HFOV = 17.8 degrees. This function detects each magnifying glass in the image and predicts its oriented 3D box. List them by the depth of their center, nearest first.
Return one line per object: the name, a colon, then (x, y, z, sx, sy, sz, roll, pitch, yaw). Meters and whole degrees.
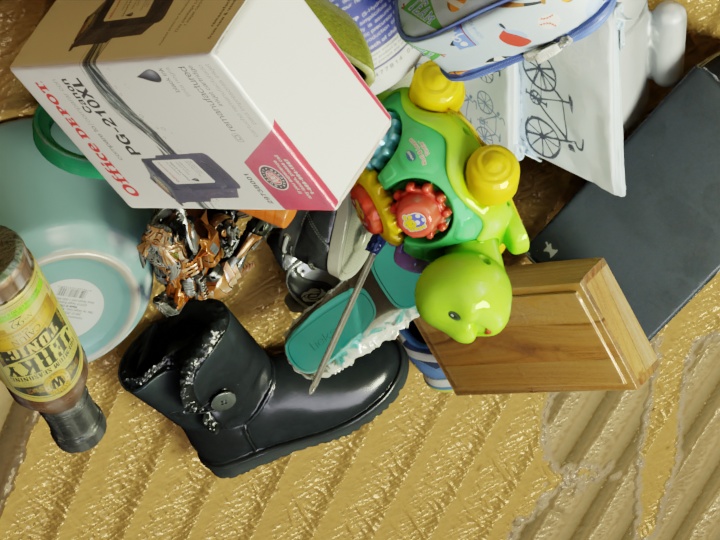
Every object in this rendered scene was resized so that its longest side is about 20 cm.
magnifying glass: (-0.137, -0.077, 1.602, 0.080, 0.200, 0.022, -54, 163, -45)

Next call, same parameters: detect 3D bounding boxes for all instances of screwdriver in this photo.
screwdriver: (0.000, 0.000, 1.694, 0.029, 0.028, 0.200, 37, 70, -24)

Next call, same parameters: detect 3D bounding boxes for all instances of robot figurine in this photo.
robot figurine: (0.157, -0.172, 1.707, 0.169, 0.113, 0.200, 2, 136, 9)

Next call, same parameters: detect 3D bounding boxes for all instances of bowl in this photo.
bowl: (-0.230, -0.002, 1.668, 0.201, 0.105, 0.201, -14, 134, -15)

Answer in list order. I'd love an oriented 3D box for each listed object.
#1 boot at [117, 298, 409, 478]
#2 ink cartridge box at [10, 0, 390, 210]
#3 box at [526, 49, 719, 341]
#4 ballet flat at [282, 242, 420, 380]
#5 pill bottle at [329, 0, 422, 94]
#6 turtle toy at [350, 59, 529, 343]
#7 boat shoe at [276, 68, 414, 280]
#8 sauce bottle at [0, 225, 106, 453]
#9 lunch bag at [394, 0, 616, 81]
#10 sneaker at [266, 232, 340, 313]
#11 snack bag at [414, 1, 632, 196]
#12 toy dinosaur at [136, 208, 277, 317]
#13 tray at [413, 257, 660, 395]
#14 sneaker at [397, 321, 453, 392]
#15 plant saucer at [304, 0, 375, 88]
boot: (-0.076, 0.078, 1.840, 0.200, 0.076, 0.168, -26, 141, 8)
ink cartridge box: (-0.104, -0.114, 1.475, 0.145, 0.200, 0.084, 51, 57, -34)
box: (0.252, -0.060, 1.788, 0.200, 0.124, 0.197, -48, 173, 19)
ballet flat: (0.023, 0.015, 1.763, 0.200, 0.072, 0.072, -34, 139, 27)
pill bottle: (-0.034, -0.220, 1.557, 0.120, 0.120, 0.200, -28, 138, -2)
turtle toy: (0.055, -0.044, 1.618, 0.101, 0.200, 0.146, -27, 161, -10)
boat shoe: (-0.012, -0.097, 1.708, 0.072, 0.068, 0.200, -6, 115, -59)
sauce bottle: (-0.227, 0.053, 1.599, 0.065, 0.065, 0.200, -27, 137, -3)
lunch bag: (0.105, -0.223, 1.521, 0.160, 0.200, 0.076, -20, 140, 34)
sneaker: (-0.010, -0.034, 1.778, 0.115, 0.075, 0.200, 0, 130, -25)
snack bag: (0.111, -0.149, 1.657, 0.021, 0.200, 0.189, -41, 144, -29)
toy dinosaur: (-0.115, -0.027, 1.684, 0.102, 0.200, 0.136, 23, 84, -5)
tray: (0.126, 0.046, 1.758, 0.037, 0.200, 0.099, -43, 113, -33)
sneaker: (0.113, 0.044, 1.870, 0.200, 0.074, 0.082, -18, 129, 34)
plant saucer: (-0.095, -0.161, 1.532, 0.200, 0.048, 0.200, 34, 152, -7)
